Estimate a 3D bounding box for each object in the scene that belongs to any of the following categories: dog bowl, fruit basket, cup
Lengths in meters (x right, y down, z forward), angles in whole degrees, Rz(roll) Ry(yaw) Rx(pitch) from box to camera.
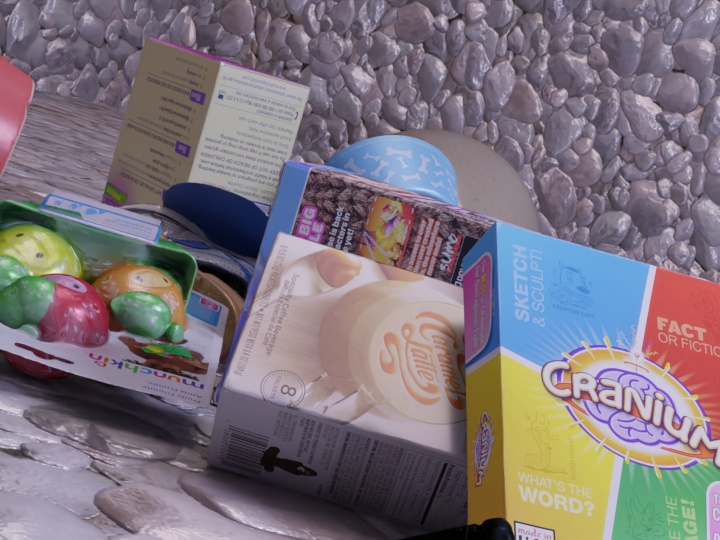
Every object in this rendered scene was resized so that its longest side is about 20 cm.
[{"bbox_3d":[0.000,0.000,1.175,0.111,0.200,0.050,13,34,-28],"label":"dog bowl"},{"bbox_3d":[-0.169,0.017,0.995,0.185,0.094,0.200,16,10,-5],"label":"fruit basket"},{"bbox_3d":[0.054,-0.004,1.412,0.200,0.201,0.143,16,20,-2],"label":"cup"}]

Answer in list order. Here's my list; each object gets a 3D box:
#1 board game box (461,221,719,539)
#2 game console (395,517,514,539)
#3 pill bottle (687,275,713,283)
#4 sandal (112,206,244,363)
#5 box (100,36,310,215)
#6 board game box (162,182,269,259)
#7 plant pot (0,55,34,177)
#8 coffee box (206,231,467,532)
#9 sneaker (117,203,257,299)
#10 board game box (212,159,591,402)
[{"bbox_3d":[0.126,0.084,0.823,0.153,0.200,0.040,14,-37,-19],"label":"board game box"},{"bbox_3d":[0.030,0.165,0.565,0.175,0.117,0.200,-13,3,6],"label":"game console"},{"bbox_3d":[0.169,0.060,1.189,0.111,0.112,0.200,13,-8,-32],"label":"pill bottle"},{"bbox_3d":[-0.171,0.002,1.186,0.211,0.078,0.070,27,5,35],"label":"sandal"},{"bbox_3d":[-0.151,-0.099,1.554,0.097,0.200,0.176,13,7,-32],"label":"box"},{"bbox_3d":[-0.066,-0.018,1.345,0.200,0.039,0.158,43,-24,-20],"label":"board game box"},{"bbox_3d":[-0.379,-0.131,1.382,0.177,0.201,0.200,25,3,-19],"label":"plant pot"},{"bbox_3d":[0.031,0.069,0.892,0.199,0.080,0.115,16,51,0],"label":"coffee box"},{"bbox_3d":[-0.143,0.000,1.297,0.200,0.077,0.085,18,10,16],"label":"sneaker"},{"bbox_3d":[0.034,0.036,1.045,0.200,0.160,0.097,19,6,17],"label":"board game box"}]
